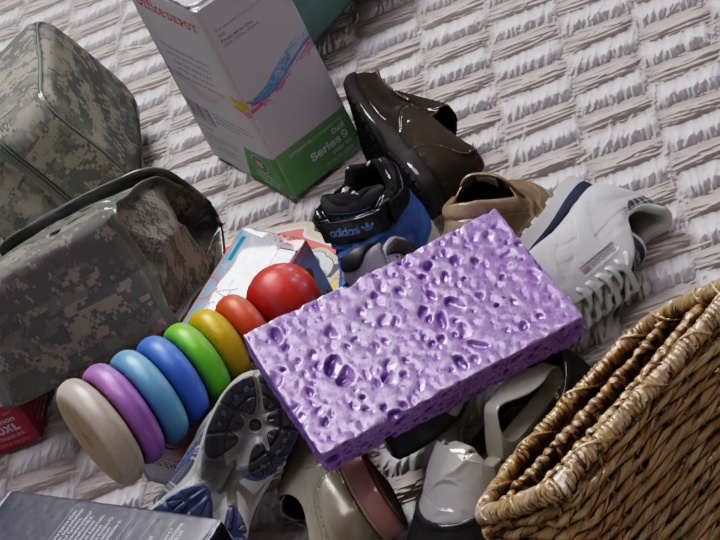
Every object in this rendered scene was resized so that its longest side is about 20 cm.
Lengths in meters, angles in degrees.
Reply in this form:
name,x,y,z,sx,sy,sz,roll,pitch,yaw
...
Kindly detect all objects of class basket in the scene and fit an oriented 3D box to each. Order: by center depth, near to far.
name,x,y,z,sx,sy,sz,roll,pitch,yaw
basket,0.157,0.101,1.428,0.200,0.149,0.143,-46,37,-21

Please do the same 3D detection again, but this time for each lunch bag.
name,x,y,z,sx,sy,sz,roll,pitch,yaw
lunch bag,-0.205,0.003,1.801,0.164,0.118,0.200,-26,9,16
lunch bag,-0.291,-0.102,2.038,0.168,0.139,0.200,-40,28,14

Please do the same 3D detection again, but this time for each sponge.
name,x,y,z,sx,sy,sz,roll,pitch,yaw
sponge,0.036,0.044,1.536,0.200,0.030,0.112,-27,56,-12

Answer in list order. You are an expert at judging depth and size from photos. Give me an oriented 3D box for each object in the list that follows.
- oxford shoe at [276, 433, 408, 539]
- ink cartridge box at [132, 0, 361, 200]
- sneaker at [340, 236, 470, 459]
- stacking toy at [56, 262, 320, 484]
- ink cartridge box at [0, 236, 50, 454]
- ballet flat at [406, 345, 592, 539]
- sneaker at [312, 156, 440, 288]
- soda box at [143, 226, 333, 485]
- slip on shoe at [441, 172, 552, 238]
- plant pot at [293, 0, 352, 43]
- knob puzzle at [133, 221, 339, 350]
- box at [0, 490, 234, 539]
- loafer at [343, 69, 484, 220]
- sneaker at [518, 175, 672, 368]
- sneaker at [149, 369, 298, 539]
name,x,y,z,sx,sy,sz,roll,pitch,yaw
oxford shoe,-0.034,0.131,1.604,0.074,0.071,0.200,-36,31,3
ink cartridge box,-0.100,-0.177,1.936,0.087,0.200,0.145,-39,34,-14
sneaker,0.021,0.042,1.600,0.075,0.116,0.200,-35,16,22
stacking toy,-0.113,0.060,1.625,0.200,0.085,0.085,-38,34,-19
ink cartridge box,-0.326,0.031,1.830,0.083,0.200,0.145,-19,35,16
ballet flat,0.084,0.123,1.524,0.068,0.068,0.200,13,52,43
sneaker,-0.001,0.000,1.709,0.077,0.111,0.200,-9,39,31
soda box,-0.098,0.065,1.711,0.063,0.068,0.200,12,56,32
slip on shoe,0.097,-0.044,1.687,0.076,0.061,0.200,-4,16,19
plant pot,-0.069,-0.298,2.095,0.200,0.200,0.196,13,59,45
knob puzzle,-0.105,0.022,1.833,0.219,0.030,0.220,-20,35,15
box,-0.154,0.234,1.484,0.200,0.148,0.104,4,46,39
loafer,0.045,-0.106,1.865,0.071,0.073,0.200,-23,38,-9
sneaker,0.151,0.006,1.620,0.080,0.077,0.200,15,47,21
sneaker,-0.100,0.155,1.599,0.200,0.077,0.085,-56,6,7
